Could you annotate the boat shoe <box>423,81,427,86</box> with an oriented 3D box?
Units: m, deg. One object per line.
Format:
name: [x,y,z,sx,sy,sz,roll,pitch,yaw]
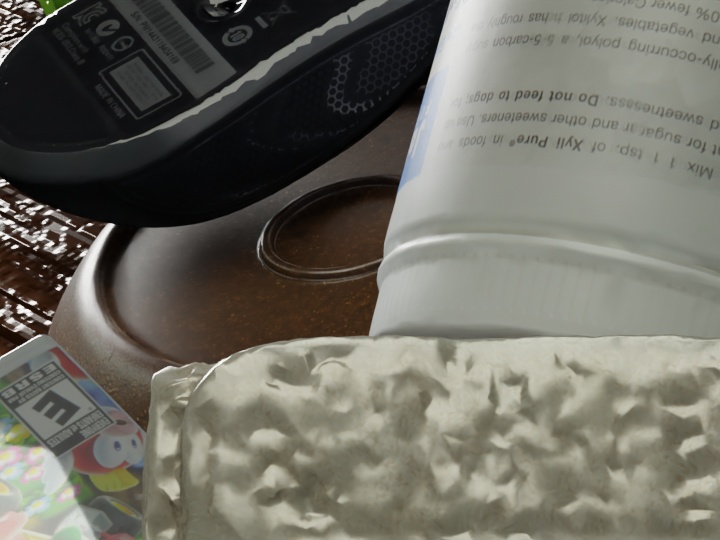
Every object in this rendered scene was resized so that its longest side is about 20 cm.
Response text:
boat shoe: [0.019,-0.118,1.000,0.070,0.070,0.200,-51,16,19]

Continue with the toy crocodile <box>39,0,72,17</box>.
toy crocodile: [-0.090,-0.108,1.049,0.067,0.062,0.200,-22,26,-12]

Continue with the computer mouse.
computer mouse: [-0.013,-0.063,0.863,0.199,0.053,0.139,-27,40,-7]

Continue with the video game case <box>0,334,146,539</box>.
video game case: [-0.068,0.109,0.647,0.143,0.018,0.200,-30,54,-26]

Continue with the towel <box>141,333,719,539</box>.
towel: [0.050,0.079,0.601,0.198,0.035,0.134,0,72,8]

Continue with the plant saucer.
plant saucer: [0.000,0.000,0.847,0.199,0.035,0.201,-11,31,7]

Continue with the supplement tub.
supplement tub: [0.086,-0.057,0.719,0.131,0.132,0.201,6,71,32]
